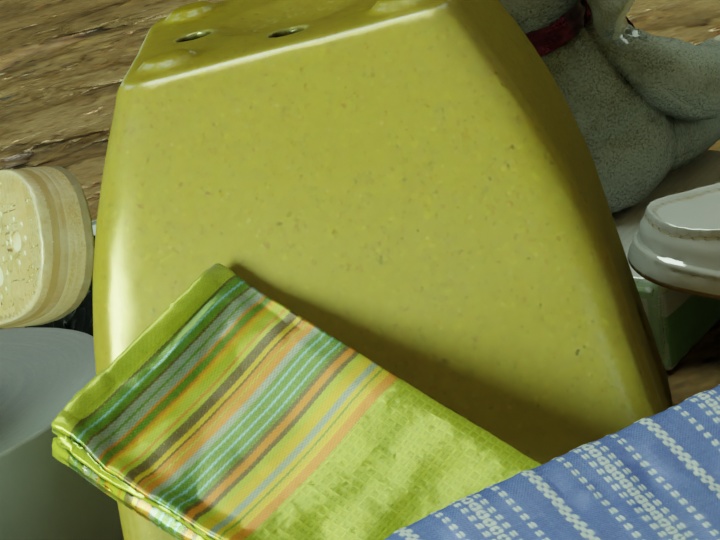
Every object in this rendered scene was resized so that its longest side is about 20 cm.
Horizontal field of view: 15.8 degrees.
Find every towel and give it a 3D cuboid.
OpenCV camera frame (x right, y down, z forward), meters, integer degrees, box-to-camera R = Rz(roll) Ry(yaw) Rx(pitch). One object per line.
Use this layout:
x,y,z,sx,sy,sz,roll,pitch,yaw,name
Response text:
0.008,0.071,0.781,0.199,0.018,0.086,30,59,20,towel
0.107,0.094,0.738,0.199,0.024,0.145,-21,42,-23,towel

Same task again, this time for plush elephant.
0.074,-0.107,1.086,0.164,0.156,0.200,-1,22,20,plush elephant

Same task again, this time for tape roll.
-0.186,0.091,1.036,0.199,0.066,0.200,-15,17,5,tape roll

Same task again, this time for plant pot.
0.000,0.000,0.923,0.193,0.201,0.196,-14,17,6,plant pot

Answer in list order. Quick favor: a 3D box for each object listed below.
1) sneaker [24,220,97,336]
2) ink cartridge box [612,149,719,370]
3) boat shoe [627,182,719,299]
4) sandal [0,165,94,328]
-0.107,0.031,1.156,0.087,0.076,0.199,-35,24,-34,sneaker
0.153,-0.007,1.078,0.199,0.048,0.145,6,26,29,ink cartridge box
0.195,-0.035,0.970,0.199,0.070,0.071,-8,26,-11,boat shoe
-0.171,0.008,0.939,0.069,0.078,0.211,-5,-11,-32,sandal
